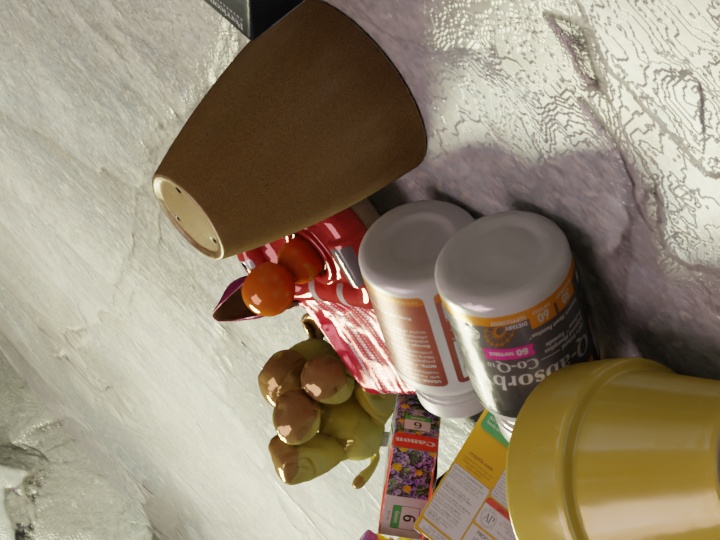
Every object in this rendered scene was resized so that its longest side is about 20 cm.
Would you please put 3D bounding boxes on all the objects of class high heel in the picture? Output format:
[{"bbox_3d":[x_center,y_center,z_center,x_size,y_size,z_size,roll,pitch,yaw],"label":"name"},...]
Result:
[{"bbox_3d":[-0.099,0.029,2.003,0.067,0.096,0.200,53,165,-6],"label":"high heel"}]

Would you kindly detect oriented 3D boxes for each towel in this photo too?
[{"bbox_3d":[0.030,0.073,1.862,0.200,0.022,0.145,-3,128,56],"label":"towel"}]

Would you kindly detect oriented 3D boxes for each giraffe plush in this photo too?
[{"bbox_3d":[-0.044,0.134,2.069,0.200,0.173,0.162,21,-162,-47],"label":"giraffe plush"}]

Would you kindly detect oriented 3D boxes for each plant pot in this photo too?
[{"bbox_3d":[-0.077,-0.105,1.604,0.186,0.200,0.187,40,157,22],"label":"plant pot"},{"bbox_3d":[0.247,0.163,1.442,0.189,0.201,0.201,-13,117,50],"label":"plant pot"}]

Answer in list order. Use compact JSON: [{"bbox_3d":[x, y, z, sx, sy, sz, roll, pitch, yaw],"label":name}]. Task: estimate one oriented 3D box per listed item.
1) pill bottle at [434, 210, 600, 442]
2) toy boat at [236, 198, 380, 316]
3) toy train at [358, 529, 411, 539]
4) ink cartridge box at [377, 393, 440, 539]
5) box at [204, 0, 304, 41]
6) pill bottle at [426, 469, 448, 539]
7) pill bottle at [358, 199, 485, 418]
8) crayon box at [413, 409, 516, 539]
[{"bbox_3d":[0.140,0.056,1.558,0.116,0.116,0.200,29,152,43],"label":"pill bottle"},{"bbox_3d":[-0.061,-0.007,1.758,0.200,0.131,0.131,7,133,57],"label":"toy boat"},{"bbox_3d":[0.060,0.333,1.898,0.150,0.056,0.200,39,-175,20],"label":"toy train"},{"bbox_3d":[0.049,0.211,1.889,0.050,0.200,0.109,9,116,1],"label":"ink cartridge box"},{"bbox_3d":[-0.100,-0.306,1.434,0.148,0.107,0.200,41,159,20],"label":"box"},{"bbox_3d":[0.135,0.241,1.896,0.111,0.111,0.200,48,160,5],"label":"pill bottle"},{"bbox_3d":[0.072,0.041,1.676,0.112,0.112,0.200,33,153,38],"label":"pill bottle"},{"bbox_3d":[0.155,0.197,1.742,0.126,0.200,0.052,37,-168,32],"label":"crayon box"}]
